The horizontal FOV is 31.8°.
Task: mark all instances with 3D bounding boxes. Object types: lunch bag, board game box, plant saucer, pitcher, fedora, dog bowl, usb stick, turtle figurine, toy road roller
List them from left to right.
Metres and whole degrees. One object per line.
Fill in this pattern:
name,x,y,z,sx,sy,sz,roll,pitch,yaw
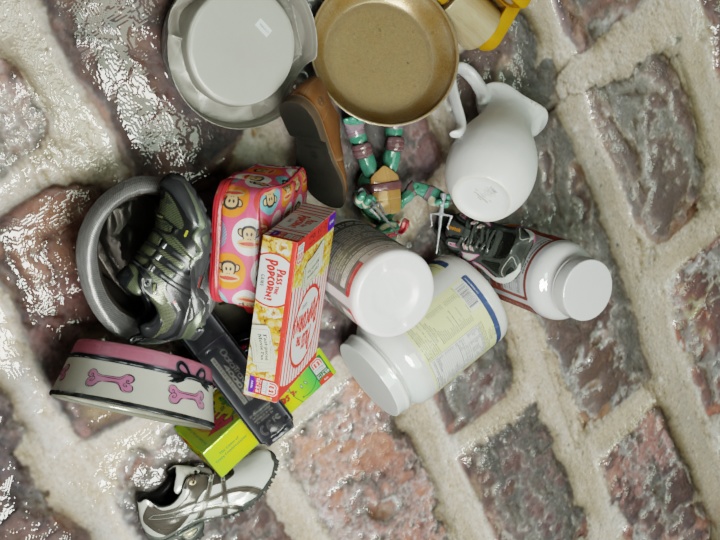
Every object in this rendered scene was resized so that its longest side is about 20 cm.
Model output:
dog bowl,-0.266,0.135,1.512,0.199,0.200,0.074,19,77,-32
fedora,-0.265,-0.017,1.527,0.176,0.090,0.201,-26,111,-23
usb stick,-0.159,0.127,1.570,0.055,0.033,0.200,-38,86,-6
dog bowl,-0.153,-0.276,1.547,0.199,0.059,0.201,-8,106,-29
board game box,-0.137,0.169,1.639,0.200,0.101,0.048,-42,119,-15
lunch bag,-0.123,-0.034,1.551,0.081,0.200,0.177,6,104,12
board game box,-0.084,0.035,1.509,0.046,0.152,0.201,13,111,12
plant saucer,0.028,-0.280,1.631,0.199,0.035,0.201,2,82,-15
turtle figurine,0.035,-0.110,1.672,0.149,0.100,0.201,-16,98,-41
pitcher,0.165,-0.177,1.698,0.171,0.121,0.201,36,46,-17
toy road roller,0.190,-0.393,1.662,0.123,0.146,0.201,35,84,-31

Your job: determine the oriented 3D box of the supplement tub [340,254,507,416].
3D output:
supplement tub,0.086,0.089,1.722,0.200,0.145,0.145,-38,117,-17

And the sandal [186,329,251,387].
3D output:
sandal,-0.152,0.117,1.615,0.199,0.045,0.075,-27,143,1

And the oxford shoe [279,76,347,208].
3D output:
oxford shoe,-0.044,-0.160,1.611,0.071,0.071,0.200,-57,152,-32

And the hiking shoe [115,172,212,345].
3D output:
hiking shoe,-0.228,-0.011,1.452,0.100,0.076,0.201,-8,104,-32

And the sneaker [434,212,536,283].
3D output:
sneaker,0.158,-0.037,1.707,0.086,0.200,0.081,25,84,-22

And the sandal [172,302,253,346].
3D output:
sandal,-0.153,0.054,1.630,0.199,0.055,0.082,-12,108,-27

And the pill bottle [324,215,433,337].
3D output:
pill bottle,0.000,0.000,1.613,0.113,0.200,0.114,-9,112,-24

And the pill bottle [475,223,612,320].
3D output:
pill bottle,0.256,0.005,1.766,0.112,0.200,0.113,-8,106,-28

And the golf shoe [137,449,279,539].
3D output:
golf shoe,-0.198,0.282,1.647,0.200,0.078,0.095,-34,116,-20
